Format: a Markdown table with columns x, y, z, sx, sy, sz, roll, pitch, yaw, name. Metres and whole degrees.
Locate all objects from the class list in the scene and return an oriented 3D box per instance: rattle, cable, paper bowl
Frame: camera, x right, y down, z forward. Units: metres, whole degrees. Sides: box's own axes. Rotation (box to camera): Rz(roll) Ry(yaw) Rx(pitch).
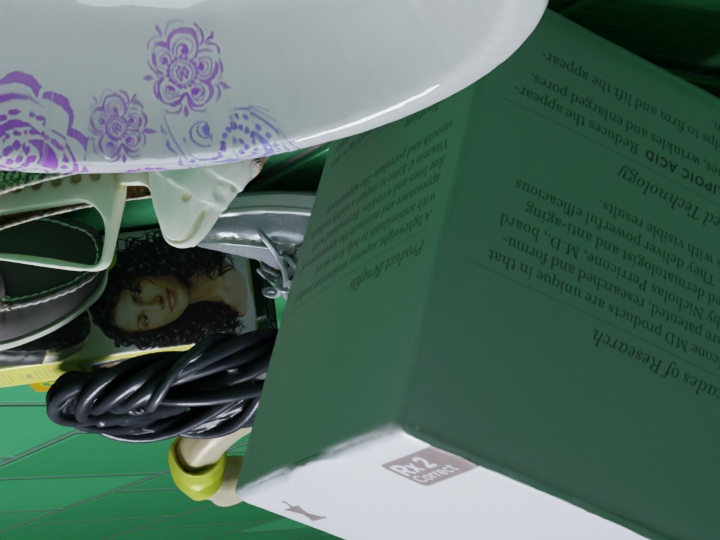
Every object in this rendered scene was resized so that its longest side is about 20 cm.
| x | y | z | sx | sy | sz | roll | pitch | yaw | name |
| --- | --- | --- | --- | --- | --- | --- | --- | --- | --- |
| -0.051 | 0.067 | 1.104 | 0.199 | 0.143 | 0.130 | -36 | 133 | 10 | rattle |
| -0.094 | 0.062 | 0.875 | 0.162 | 0.051 | 0.200 | -4 | 169 | 3 | cable |
| -0.054 | -0.103 | 0.419 | 0.199 | 0.105 | 0.201 | -8 | 165 | -2 | paper bowl |

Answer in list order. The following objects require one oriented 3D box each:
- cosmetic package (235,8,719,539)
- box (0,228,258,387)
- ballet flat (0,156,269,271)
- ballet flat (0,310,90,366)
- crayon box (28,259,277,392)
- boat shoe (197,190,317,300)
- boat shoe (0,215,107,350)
| x | y | z | sx | sy | sz | roll | pitch | yaw | name |
| --- | --- | --- | --- | --- | --- | --- | --- | --- | --- |
| 0.068 | 0.022 | 0.694 | 0.164 | 0.201 | 0.165 | 23 | 155 | -19 | cosmetic package |
| -0.160 | 0.021 | 0.906 | 0.198 | 0.076 | 0.050 | -9 | 167 | -4 | box |
| -0.110 | -0.038 | 0.699 | 0.198 | 0.076 | 0.068 | -10 | 165 | 7 | ballet flat |
| -0.245 | 0.022 | 0.851 | 0.198 | 0.067 | 0.057 | 6 | 142 | -12 | ballet flat |
| -0.155 | 0.034 | 1.002 | 0.198 | 0.051 | 0.127 | -8 | 166 | 0 | crayon box |
| 0.000 | 0.000 | 0.866 | 0.201 | 0.065 | 0.074 | 14 | 171 | -26 | boat shoe |
| -0.218 | 0.002 | 0.797 | 0.200 | 0.072 | 0.061 | -10 | 157 | -27 | boat shoe |
